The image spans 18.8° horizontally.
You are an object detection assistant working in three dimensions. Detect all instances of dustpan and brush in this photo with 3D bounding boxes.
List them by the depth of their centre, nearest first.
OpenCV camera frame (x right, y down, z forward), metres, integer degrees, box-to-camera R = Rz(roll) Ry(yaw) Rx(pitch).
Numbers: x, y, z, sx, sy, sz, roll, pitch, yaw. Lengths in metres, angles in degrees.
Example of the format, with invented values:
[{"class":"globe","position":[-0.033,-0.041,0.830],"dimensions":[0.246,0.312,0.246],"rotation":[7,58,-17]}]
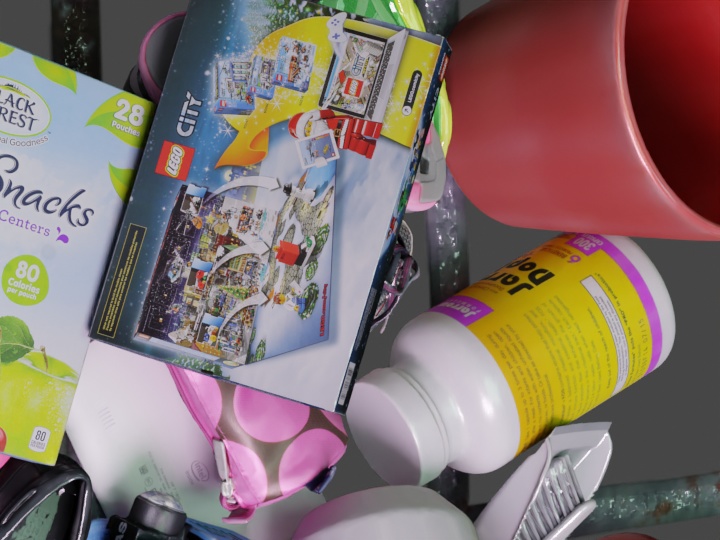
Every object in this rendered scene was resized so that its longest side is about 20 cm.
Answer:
[{"class":"dustpan and brush","position":[0.092,0.186,1.352],"dimensions":[0.200,0.057,0.139],"rotation":[-49,162,13]}]

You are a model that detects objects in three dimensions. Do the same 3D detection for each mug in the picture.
[{"class":"mug","position":[0.012,0.215,1.241],"dimensions":[0.149,0.187,0.154],"rotation":[1,63,-30]}]

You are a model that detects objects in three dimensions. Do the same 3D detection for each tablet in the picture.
[{"class":"tablet","position":[-0.093,0.114,1.267],"dimensions":[0.130,0.014,0.201],"rotation":[-32,109,-28]}]

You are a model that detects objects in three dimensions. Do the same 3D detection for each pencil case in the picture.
[{"class":"pencil case","position":[-0.084,0.037,1.209],"dimensions":[0.094,0.091,0.201],"rotation":[-35,101,-36]}]

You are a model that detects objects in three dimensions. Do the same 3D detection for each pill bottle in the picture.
[{"class":"pill bottle","position":[0.090,0.056,1.327],"dimensions":[0.199,0.104,0.105],"rotation":[-29,107,-29]}]

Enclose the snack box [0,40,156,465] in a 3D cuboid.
[{"class":"snack box","position":[-0.212,-0.019,1.110],"dimensions":[0.168,0.068,0.201],"rotation":[19,81,-34]}]

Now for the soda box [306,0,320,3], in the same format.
[{"class":"soda box","position":[-0.113,-0.199,1.181],"dimensions":[0.199,0.063,0.069],"rotation":[14,85,-18]}]

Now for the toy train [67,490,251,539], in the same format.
[{"class":"toy train","position":[-0.120,0.225,1.207],"dimensions":[0.114,0.087,0.201],"rotation":[20,86,-33]}]

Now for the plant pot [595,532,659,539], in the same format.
[{"class":"plant pot","position":[0.195,0.285,1.334],"dimensions":[0.200,0.182,0.201],"rotation":[-17,118,-34]}]

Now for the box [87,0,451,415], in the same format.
[{"class":"box","position":[-0.046,-0.040,1.128],"dimensions":[0.136,0.038,0.201],"rotation":[16,86,11]}]

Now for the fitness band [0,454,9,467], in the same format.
[{"class":"fitness band","position":[-0.228,0.025,1.162],"dimensions":[0.143,0.037,0.201],"rotation":[23,81,-32]}]

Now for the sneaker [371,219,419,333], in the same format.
[{"class":"sneaker","position":[0.000,0.000,1.237],"dimensions":[0.081,0.074,0.200],"rotation":[65,18,-4]}]

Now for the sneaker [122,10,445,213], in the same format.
[{"class":"sneaker","position":[-0.047,-0.080,1.238],"dimensions":[0.199,0.095,0.079],"rotation":[23,61,-21]}]

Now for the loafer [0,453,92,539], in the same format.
[{"class":"loafer","position":[-0.201,0.191,1.167],"dimensions":[0.068,0.070,0.201],"rotation":[30,77,-30]}]

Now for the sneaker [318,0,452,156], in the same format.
[{"class":"sneaker","position":[-0.003,-0.133,1.287],"dimensions":[0.083,0.074,0.201],"rotation":[-20,101,-13]}]

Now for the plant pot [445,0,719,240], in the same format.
[{"class":"plant pot","position":[0.153,-0.105,1.301],"dimensions":[0.200,0.177,0.202],"rotation":[7,79,-42]}]
